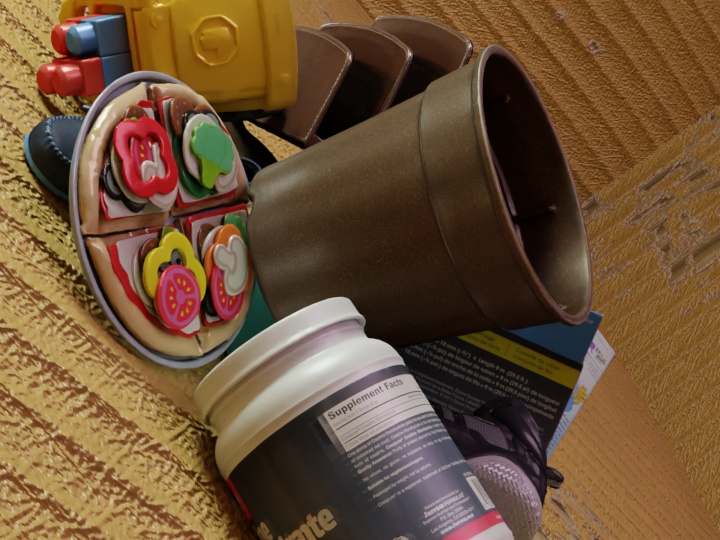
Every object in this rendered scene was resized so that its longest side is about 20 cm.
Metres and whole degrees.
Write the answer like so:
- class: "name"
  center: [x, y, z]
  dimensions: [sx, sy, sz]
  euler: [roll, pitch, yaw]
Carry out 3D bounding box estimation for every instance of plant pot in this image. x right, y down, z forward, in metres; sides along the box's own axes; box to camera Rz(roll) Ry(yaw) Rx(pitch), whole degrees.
- class: "plant pot"
  center: [0.038, -0.032, 1.212]
  dimensions: [0.200, 0.197, 0.202]
  euler: [48, 32, -45]

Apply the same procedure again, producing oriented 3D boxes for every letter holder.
- class: "letter holder"
  center: [-0.010, -0.160, 1.391]
  dimensions: [0.100, 0.143, 0.200]
  euler: [26, 2, -26]

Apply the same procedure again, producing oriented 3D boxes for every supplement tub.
- class: "supplement tub"
  center: [-0.006, 0.134, 1.094]
  dimensions: [0.201, 0.140, 0.140]
  euler: [57, 11, 13]

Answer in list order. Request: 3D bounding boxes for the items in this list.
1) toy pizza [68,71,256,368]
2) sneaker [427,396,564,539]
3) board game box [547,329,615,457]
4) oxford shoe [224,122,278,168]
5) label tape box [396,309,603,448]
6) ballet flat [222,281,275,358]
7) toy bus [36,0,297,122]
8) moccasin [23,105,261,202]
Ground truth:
- class: "toy pizza"
  center: [-0.121, -0.036, 1.148]
  dimensions: [0.200, 0.031, 0.202]
  euler: [23, 62, -54]
- class: "sneaker"
  center: [0.052, 0.119, 1.217]
  dimensions: [0.199, 0.076, 0.114]
  euler: [32, 26, 14]
- class: "board game box"
  center: [0.120, 0.112, 1.517]
  dimensions: [0.105, 0.103, 0.200]
  euler: [51, 55, -18]
- class: "oxford shoe"
  center: [-0.092, -0.063, 1.426]
  dimensions: [0.084, 0.073, 0.201]
  euler: [-6, 54, -27]
- class: "label tape box"
  center: [0.090, 0.093, 1.354]
  dimensions: [0.143, 0.202, 0.063]
  euler: [24, 10, 6]
- class: "ballet flat"
  center: [-0.054, 0.081, 1.269]
  dimensions: [0.201, 0.067, 0.064]
  euler: [64, 2, 15]
- class: "toy bus"
  center: [-0.168, -0.176, 1.326]
  dimensions: [0.199, 0.191, 0.137]
  euler: [16, -62, 57]
- class: "moccasin"
  center: [-0.150, -0.083, 1.219]
  dimensions: [0.199, 0.068, 0.081]
  euler: [7, 58, -54]
